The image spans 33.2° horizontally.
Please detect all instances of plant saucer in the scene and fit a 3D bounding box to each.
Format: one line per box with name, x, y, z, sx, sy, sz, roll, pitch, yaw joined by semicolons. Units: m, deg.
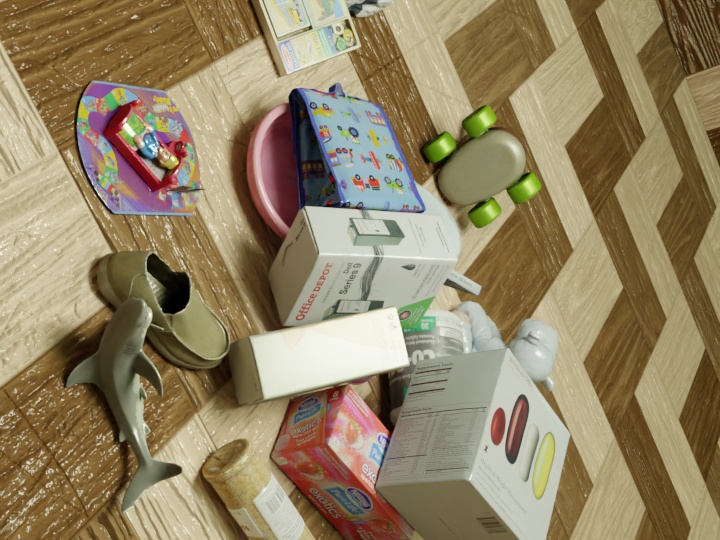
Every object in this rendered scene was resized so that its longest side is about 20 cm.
plant saucer;-0.080;-0.123;1.616;0.199;0.051;0.203;15;69;-43

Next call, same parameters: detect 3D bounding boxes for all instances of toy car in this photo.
toy car;0.216;-0.196;2.047;0.165;0.157;0.200;54;25;-10

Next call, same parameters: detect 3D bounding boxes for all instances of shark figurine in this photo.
shark figurine;-0.259;0.130;1.259;0.089;0.128;0.217;-12;105;-32

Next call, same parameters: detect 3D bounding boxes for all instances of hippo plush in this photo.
hippo plush;0.219;0.121;1.881;0.160;0.160;0.200;64;34;-15

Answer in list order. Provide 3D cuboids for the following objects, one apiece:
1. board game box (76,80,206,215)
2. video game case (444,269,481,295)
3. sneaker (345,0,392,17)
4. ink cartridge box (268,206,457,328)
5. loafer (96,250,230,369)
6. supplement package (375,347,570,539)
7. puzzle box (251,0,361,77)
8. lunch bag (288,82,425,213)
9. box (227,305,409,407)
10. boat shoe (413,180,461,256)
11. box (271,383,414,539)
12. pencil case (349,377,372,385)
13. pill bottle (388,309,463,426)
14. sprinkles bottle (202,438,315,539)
board game box;-0.244;-0.147;1.412;0.199;0.039;0.160;-1;77;-57
video game case;0.069;-0.015;1.734;0.199;0.142;0.018;27;83;-51
sneaker;-0.032;-0.461;1.843;0.198;0.079;0.131;-17;85;-52
ink cartridge box;0.000;0.000;1.541;0.198;0.146;0.085;2;49;-26
loafer;-0.209;0.046;1.354;0.200;0.067;0.077;41;45;-40
supplement package;0.150;0.242;1.549;0.192;0.146;0.201;51;44;-33
puzzle box;-0.091;-0.390;1.710;0.132;0.025;0.202;-25;99;-26
lunch bag;-0.015;-0.159;1.603;0.150;0.094;0.202;3;68;-42
box;-0.052;0.104;1.464;0.198;0.095;0.079;-11;84;-28
boat shoe;0.064;-0.089;1.723;0.073;0.065;0.200;-41;94;-23
box;-0.010;0.252;1.538;0.201;0.094;0.103;53;38;-29
pencil case;0.015;0.066;1.662;0.201;0.086;0.083;-61;159;-49
pill bottle;0.096;0.167;1.719;0.113;0.112;0.202;25;56;-49
sprinkles bottle;-0.105;0.290;1.402;0.201;0.068;0.068;60;35;-20
